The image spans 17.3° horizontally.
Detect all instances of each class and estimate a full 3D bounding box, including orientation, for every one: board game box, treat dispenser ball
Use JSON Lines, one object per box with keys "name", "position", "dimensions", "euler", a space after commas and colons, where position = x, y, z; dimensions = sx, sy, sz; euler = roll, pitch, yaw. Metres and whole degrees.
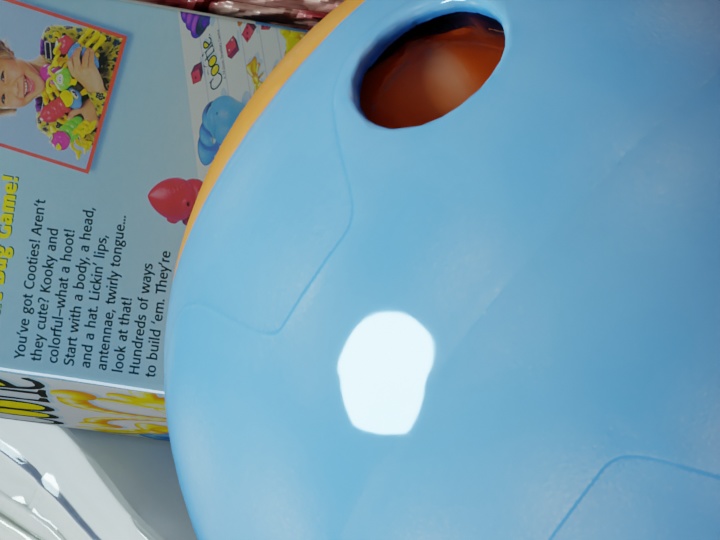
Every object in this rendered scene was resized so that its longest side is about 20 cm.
{"name": "board game box", "position": [-0.053, -0.009, 0.657], "dimensions": [0.198, 0.106, 0.103], "euler": [9, 169, -12]}
{"name": "treat dispenser ball", "position": [0.056, 0.021, 0.520], "dimensions": [0.199, 0.203, 0.201], "euler": [5, 168, 1]}

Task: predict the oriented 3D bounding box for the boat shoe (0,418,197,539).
{"name": "boat shoe", "position": [-0.081, 0.063, 0.728], "dimensions": [0.200, 0.066, 0.073], "euler": [36, -139, 24]}
